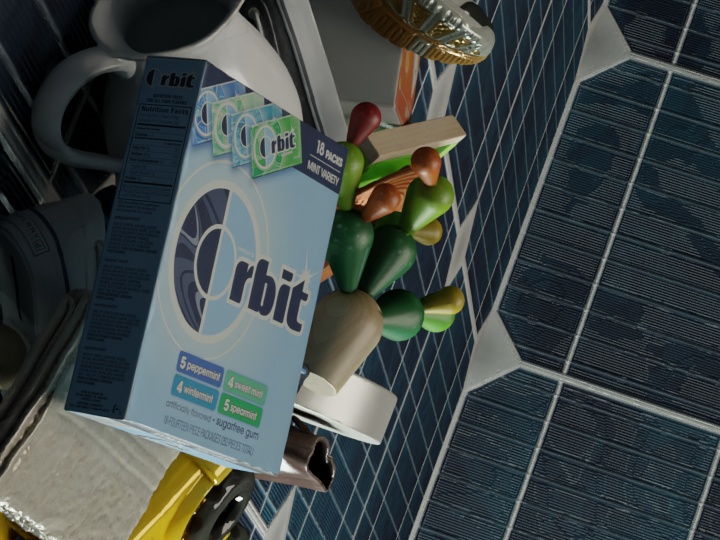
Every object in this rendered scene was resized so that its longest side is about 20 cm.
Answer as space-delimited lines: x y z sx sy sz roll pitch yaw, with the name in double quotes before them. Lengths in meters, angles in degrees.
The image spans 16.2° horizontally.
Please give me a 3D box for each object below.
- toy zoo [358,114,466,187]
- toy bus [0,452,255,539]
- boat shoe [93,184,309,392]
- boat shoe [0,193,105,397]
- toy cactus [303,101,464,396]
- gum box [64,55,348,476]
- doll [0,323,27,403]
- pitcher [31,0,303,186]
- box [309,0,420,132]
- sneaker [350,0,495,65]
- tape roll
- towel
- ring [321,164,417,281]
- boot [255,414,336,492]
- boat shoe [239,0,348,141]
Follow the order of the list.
"toy zoo" -0.025 -0.041 1.839 0.200 0.020 0.131 -40 168 29
"toy bus" -0.173 0.185 1.637 0.192 0.136 0.200 -51 164 -27
"boat shoe" -0.099 0.013 1.517 0.069 0.084 0.200 -42 133 -10
"boat shoe" -0.169 0.041 1.470 0.067 0.074 0.200 -25 144 -26
"toy cactus" 0.000 0.000 1.615 0.165 0.102 0.200 -61 156 -23
"gum box" -0.082 0.001 1.419 0.170 0.044 0.200 27 73 -59
"doll" -0.231 0.124 1.405 0.136 0.048 0.200 58 51 -69
"pitcher" -0.117 -0.092 1.508 0.172 0.121 0.200 -42 150 -20
"box" -0.003 -0.206 1.798 0.124 0.097 0.200 54 44 -81
"sneaker" 0.016 -0.219 1.696 0.088 0.200 0.076 -61 -169 -27
"tape roll" -0.074 0.066 1.716 0.203 0.202 0.037 49 62 -78
"towel" -0.157 0.094 1.443 0.133 0.034 0.200 -58 156 -12
"ring" -0.033 -0.020 1.804 0.200 0.019 0.200 -33 169 -7
"boot" -0.099 0.128 1.771 0.200 0.166 0.072 81 30 -72
"boat shoe" -0.068 -0.154 1.624 0.072 0.068 0.200 -159 -131 -76
